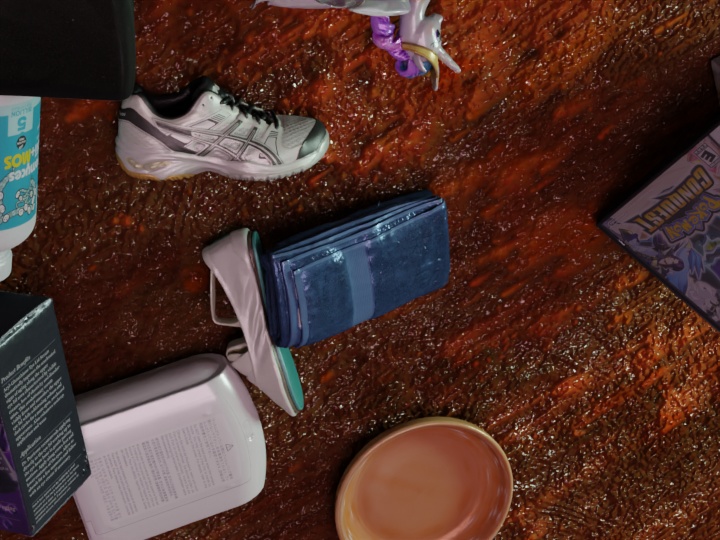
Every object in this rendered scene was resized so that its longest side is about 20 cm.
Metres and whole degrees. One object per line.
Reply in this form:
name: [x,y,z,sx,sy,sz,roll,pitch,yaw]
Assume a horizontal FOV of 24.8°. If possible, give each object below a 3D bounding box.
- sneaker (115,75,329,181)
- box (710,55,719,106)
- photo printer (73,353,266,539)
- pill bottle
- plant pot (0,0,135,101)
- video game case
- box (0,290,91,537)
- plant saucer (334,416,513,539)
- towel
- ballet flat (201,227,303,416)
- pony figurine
sneaker: [-0.123,-0.133,1.492,0.198,0.076,0.089,-4,117,-15]
box: [0.435,-0.124,1.642,0.100,0.113,0.201,-22,121,-4]
photo printer: [-0.195,0.178,1.630,0.198,0.070,0.168,-19,119,-7]
pill bottle: [-0.336,-0.091,1.429,0.110,0.111,0.202,0,117,-16]
plant pot: [-0.266,-0.257,1.282,0.198,0.177,0.202,0,80,-16]
video game case: [0.362,-0.045,1.623,0.180,0.026,0.200,39,133,-8]
box: [-0.349,0.124,1.501,0.147,0.104,0.202,6,122,26]
plant saucer: [0.065,0.240,1.759,0.198,0.038,0.202,-6,118,-12]
towel: [0.000,0.000,1.578,0.199,0.048,0.113,-22,123,-27]
ballet flat: [-0.109,0.054,1.603,0.069,0.069,0.202,-18,113,-7]
pony figurine: [0.019,-0.269,1.439,0.191,0.166,0.202,6,99,-27]
